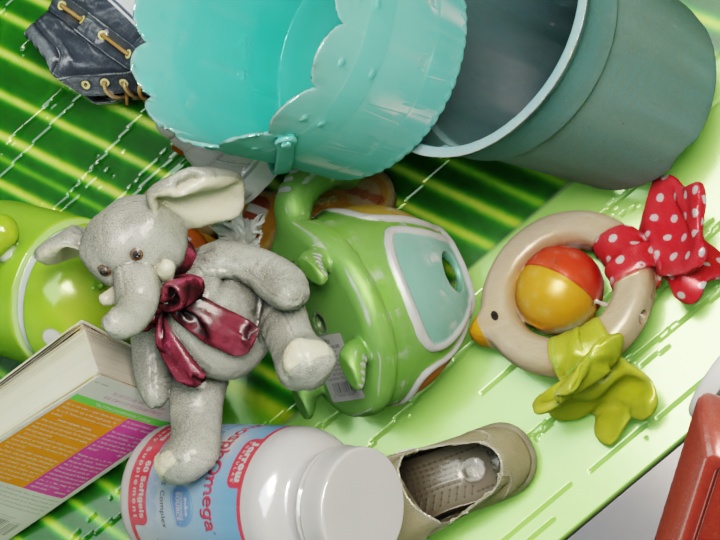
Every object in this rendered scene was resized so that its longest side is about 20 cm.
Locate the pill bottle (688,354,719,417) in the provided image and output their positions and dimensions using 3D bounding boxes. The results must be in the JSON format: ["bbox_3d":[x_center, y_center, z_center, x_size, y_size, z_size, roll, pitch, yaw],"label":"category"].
[{"bbox_3d":[0.333,0.117,1.470,0.200,0.111,0.111,39,91,15],"label":"pill bottle"}]

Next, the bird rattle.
[{"bbox_3d":[0.164,0.013,1.538,0.163,0.113,0.200,20,82,32],"label":"bird rattle"}]

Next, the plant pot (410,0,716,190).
[{"bbox_3d":[0.134,-0.151,1.497,0.200,0.196,0.201,-14,68,39],"label":"plant pot"}]

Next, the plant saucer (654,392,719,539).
[{"bbox_3d":[0.292,0.202,1.442,0.199,0.037,0.200,22,125,16],"label":"plant saucer"}]

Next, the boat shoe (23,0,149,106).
[{"bbox_3d":[-0.170,-0.151,1.660,0.091,0.071,0.200,-47,68,4],"label":"boat shoe"}]

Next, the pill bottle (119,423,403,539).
[{"bbox_3d":[-0.069,0.163,1.516,0.200,0.109,0.109,-3,78,44],"label":"pill bottle"}]

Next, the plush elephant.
[{"bbox_3d":[-0.126,0.013,1.453,0.165,0.155,0.200,-33,46,33],"label":"plush elephant"}]

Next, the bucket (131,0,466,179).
[{"bbox_3d":[-0.039,-0.161,1.421,0.207,0.135,0.208,-16,66,39],"label":"bucket"}]

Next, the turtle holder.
[{"bbox_3d":[-0.001,0.009,1.556,0.132,0.141,0.186,-22,64,-28],"label":"turtle holder"}]

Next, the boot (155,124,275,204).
[{"bbox_3d":[-0.069,-0.145,1.579,0.096,0.074,0.200,44,53,-14],"label":"boot"}]

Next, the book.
[{"bbox_3d":[-0.231,0.126,1.568,0.200,0.134,0.048,-34,57,17],"label":"book"}]

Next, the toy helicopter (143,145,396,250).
[{"bbox_3d":[-0.073,-0.050,1.626,0.199,0.079,0.133,-10,69,0],"label":"toy helicopter"}]

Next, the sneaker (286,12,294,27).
[{"bbox_3d":[-0.051,-0.200,1.575,0.200,0.077,0.085,-7,54,-22],"label":"sneaker"}]

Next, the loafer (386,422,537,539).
[{"bbox_3d":[0.030,0.164,1.554,0.200,0.068,0.076,-29,75,7],"label":"loafer"}]

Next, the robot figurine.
[{"bbox_3d":[-0.237,0.012,1.600,0.200,0.175,0.116,13,69,40],"label":"robot figurine"}]
